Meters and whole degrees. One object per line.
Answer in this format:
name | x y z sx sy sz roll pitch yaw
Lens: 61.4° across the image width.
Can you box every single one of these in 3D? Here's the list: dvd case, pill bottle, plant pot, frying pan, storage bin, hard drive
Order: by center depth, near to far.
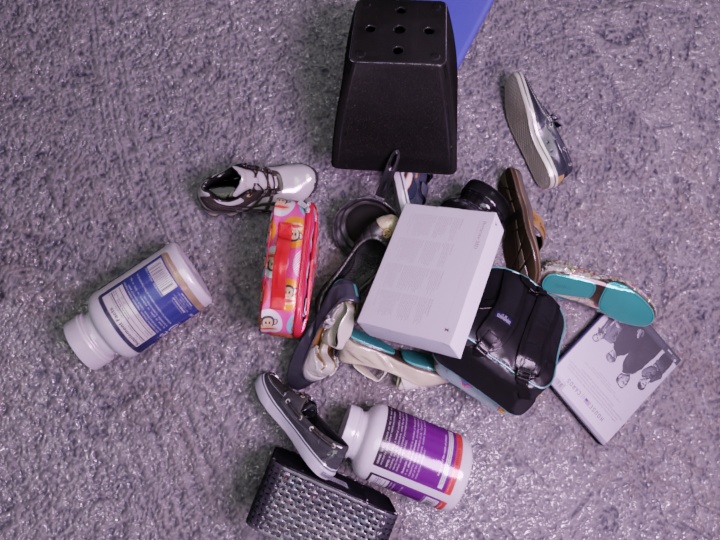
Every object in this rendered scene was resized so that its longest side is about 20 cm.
storage bin | -0.056 0.348 0.885 0.196 0.135 0.096 24 81 -2
plant pot | 0.056 -0.283 0.908 0.194 0.179 0.204 3 59 5
pill bottle | -0.332 0.057 0.909 0.198 0.111 0.112 -35 87 -8
pill bottle | 0.063 0.275 0.918 0.196 0.112 0.115 22 81 -2
frying pan | 0.010 -0.099 0.954 0.112 0.031 0.194 0 119 7
pill bottle | 0.148 -0.040 0.964 0.111 0.112 0.201 38 81 0
dvd case | 0.417 0.163 1.009 0.199 0.025 0.151 -42 89 -8
hard drive | 0.140 -0.432 1.055 0.130 0.025 0.203 28 82 -1

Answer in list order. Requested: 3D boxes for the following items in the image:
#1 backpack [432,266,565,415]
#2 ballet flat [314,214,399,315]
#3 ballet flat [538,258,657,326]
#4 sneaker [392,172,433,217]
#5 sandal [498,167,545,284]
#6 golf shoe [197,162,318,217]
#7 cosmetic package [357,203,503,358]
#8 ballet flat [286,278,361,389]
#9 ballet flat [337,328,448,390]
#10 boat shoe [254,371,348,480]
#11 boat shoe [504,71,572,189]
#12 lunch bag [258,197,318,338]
backpack | 0.213 0.101 0.923 0.173 0.155 0.201 31 51 7
ballet flat | 0.000 0.000 0.949 0.066 0.057 0.201 35 100 -8
ballet flat | 0.386 0.027 0.993 0.196 0.064 0.077 22 124 5
sneaker | 0.087 -0.154 0.990 0.077 0.078 0.205 -10 82 -1
sandal | 0.273 -0.071 1.006 0.053 0.082 0.205 -3 76 -18
golf shoe | -0.159 -0.130 0.957 0.195 0.095 0.080 -15 83 -8
cosmetic package | 0.100 0.008 0.855 0.148 0.052 0.204 9 66 36
ballet flat | -0.053 0.110 0.913 0.072 0.073 0.203 27 105 -1
ballet flat | 0.053 0.152 0.963 0.196 0.070 0.071 21 82 0
boat shoe | -0.086 0.215 0.900 0.057 0.068 0.200 -49 56 6
boat shoe | 0.300 -0.240 1.025 0.061 0.075 0.204 -23 91 -13
lunch bag | -0.108 -0.003 0.904 0.080 0.176 0.206 6 84 -2
